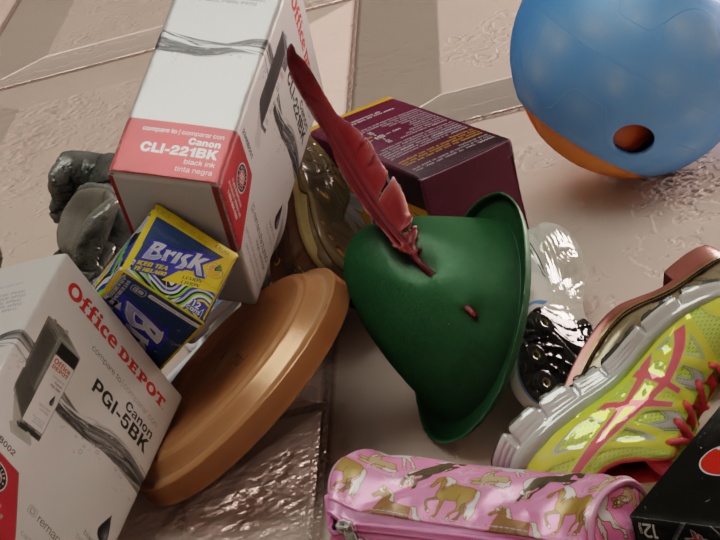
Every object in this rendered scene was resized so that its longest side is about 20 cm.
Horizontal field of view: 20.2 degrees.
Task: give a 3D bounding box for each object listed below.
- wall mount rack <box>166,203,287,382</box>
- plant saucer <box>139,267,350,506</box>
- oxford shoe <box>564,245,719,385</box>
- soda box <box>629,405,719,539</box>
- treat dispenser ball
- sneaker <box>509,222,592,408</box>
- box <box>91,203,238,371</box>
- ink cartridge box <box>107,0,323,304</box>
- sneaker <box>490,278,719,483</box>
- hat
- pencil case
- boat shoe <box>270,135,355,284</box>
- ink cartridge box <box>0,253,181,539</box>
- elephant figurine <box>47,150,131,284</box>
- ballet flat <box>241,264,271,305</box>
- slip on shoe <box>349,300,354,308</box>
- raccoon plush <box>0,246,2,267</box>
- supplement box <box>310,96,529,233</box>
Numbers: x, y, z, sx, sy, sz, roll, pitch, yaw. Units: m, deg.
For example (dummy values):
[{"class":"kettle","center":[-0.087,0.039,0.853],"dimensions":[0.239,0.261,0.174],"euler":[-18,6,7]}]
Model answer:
[{"class":"wall mount rack","center":[-0.122,0.015,1.518],"dimensions":[0.074,0.200,0.175],"euler":[11,53,-23]},{"class":"plant saucer","center":[-0.087,0.074,1.387],"dimensions":[0.200,0.032,0.201],"euler":[-43,17,16]},{"class":"oxford shoe","center":[0.202,0.055,1.312],"dimensions":[0.075,0.071,0.200],"euler":[27,54,34]},{"class":"soda box","center":[0.233,0.115,1.160],"dimensions":[0.070,0.064,0.200],"euler":[1,29,38]},{"class":"treat dispenser ball","center":[0.220,-0.175,1.639],"dimensions":[0.199,0.202,0.201],"euler":[-14,23,6]},{"class":"sneaker","center":[0.123,0.041,1.413],"dimensions":[0.072,0.072,0.200],"euler":[-44,19,27]},{"class":"box","center":[-0.160,0.036,1.399],"dimensions":[0.200,0.070,0.065],"euler":[-43,18,53]},{"class":"ink cartridge box","center":[-0.096,-0.101,1.420],"dimensions":[0.083,0.145,0.201],"euler":[7,57,13]},{"class":"sneaker","center":[0.181,0.086,1.219],"dimensions":[0.200,0.078,0.090],"euler":[-39,61,0]},{"class":"hat","center":[0.000,0.000,1.338],"dimensions":[0.175,0.166,0.201],"euler":[16,46,-21]},{"class":"pencil case","center":[0.074,0.150,1.168],"dimensions":[0.199,0.083,0.087],"euler":[2,46,35]},{"class":"boat shoe","center":[-0.050,-0.047,1.551],"dimensions":[0.067,0.072,0.201],"euler":[-37,32,17]},{"class":"ink cartridge box","center":[-0.213,0.110,1.295],"dimensions":[0.082,0.147,0.201],"euler":[-14,37,33]},{"class":"elephant figurine","center":[-0.212,-0.004,1.674],"dimensions":[0.141,0.156,0.201],"euler":[17,36,-6]},{"class":"ballet flat","center":[-0.060,-0.003,1.611],"dimensions":[0.068,0.069,0.200],"euler":[-14,23,10]},{"class":"slip on shoe","center":[0.031,0.011,1.511],"dimensions":[0.061,0.075,0.200],"euler":[-19,16,-26]},{"class":"raccoon plush","center":[-0.324,0.042,1.679],"dimensions":[0.133,0.097,0.200],"euler":[-21,30,-28]},{"class":"supplement box","center":[0.046,-0.059,1.608],"dimensions":[0.085,0.111,0.200],"euler":[-23,24,-21]}]
